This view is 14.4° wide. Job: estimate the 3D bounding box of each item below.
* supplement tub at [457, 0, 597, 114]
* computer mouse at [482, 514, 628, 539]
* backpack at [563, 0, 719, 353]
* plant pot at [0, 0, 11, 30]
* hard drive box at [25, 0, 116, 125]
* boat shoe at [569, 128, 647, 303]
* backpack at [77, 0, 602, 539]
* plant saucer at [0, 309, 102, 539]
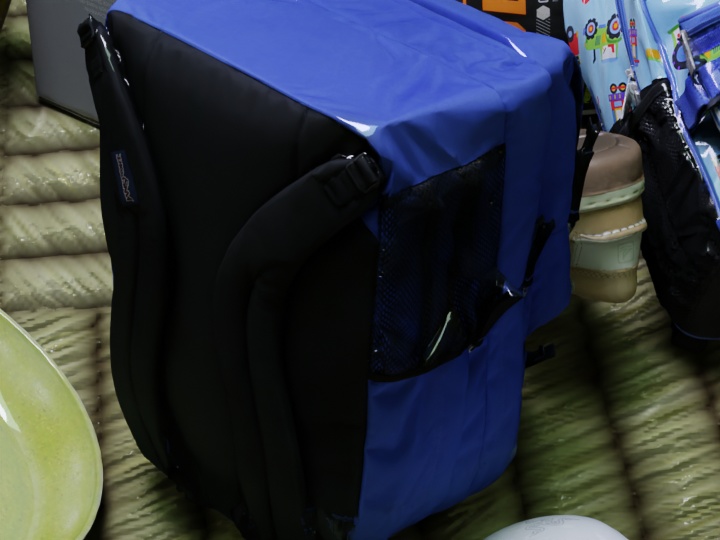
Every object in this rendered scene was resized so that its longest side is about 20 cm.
[{"bbox_3d":[0.049,-0.128,1.295,0.199,0.123,0.123,-5,35,-7],"label":"supplement tub"},{"bbox_3d":[0.088,0.141,0.988,0.109,0.044,0.200,-16,38,-16],"label":"computer mouse"},{"bbox_3d":[0.184,-0.091,1.173,0.181,0.135,0.201,-14,69,-15],"label":"backpack"},{"bbox_3d":[-0.262,-0.159,1.319,0.188,0.202,0.201,19,38,5],"label":"plant pot"},{"bbox_3d":[-0.083,-0.187,1.325,0.077,0.201,0.156,24,43,32],"label":"hard drive box"},{"bbox_3d":[0.051,-0.020,1.195,0.071,0.077,0.200,-16,14,-23],"label":"boat shoe"},{"bbox_3d":[0.000,0.000,1.062,0.167,0.201,0.162,-18,35,-36],"label":"backpack"},{"bbox_3d":[-0.194,0.058,1.075,0.199,0.031,0.200,23,31,-14],"label":"plant saucer"}]
